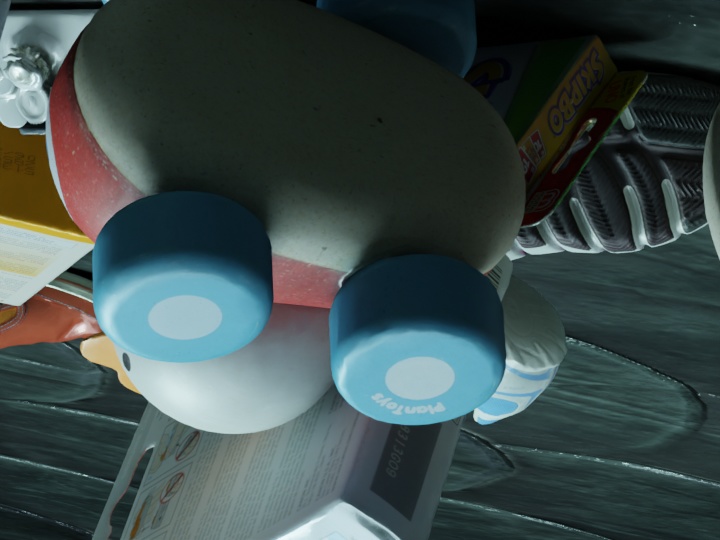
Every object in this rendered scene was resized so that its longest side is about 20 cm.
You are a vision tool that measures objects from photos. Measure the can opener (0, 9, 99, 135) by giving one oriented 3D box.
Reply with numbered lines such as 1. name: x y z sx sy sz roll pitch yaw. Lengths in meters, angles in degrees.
1. can opener: -0.079 -0.087 1.246 0.200 0.053 0.066 3 -160 35

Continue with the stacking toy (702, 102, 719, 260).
1. stacking toy: 0.236 -0.047 1.067 0.146 0.146 0.200 19 145 -33

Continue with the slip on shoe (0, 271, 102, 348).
1. slip on shoe: -0.223 0.024 1.774 0.200 0.061 0.074 14 165 -22

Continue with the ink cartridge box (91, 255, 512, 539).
1. ink cartridge box: -0.034 0.079 1.197 0.047 0.160 0.200 38 135 -20

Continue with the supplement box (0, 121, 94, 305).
1. supplement box: -0.198 -0.045 1.432 0.126 0.074 0.200 14 166 -16

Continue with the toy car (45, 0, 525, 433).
1. toy car: -0.055 -0.004 1.100 0.177 0.185 0.200 15 137 -23

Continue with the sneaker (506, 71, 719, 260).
1. sneaker: 0.076 -0.048 1.264 0.200 0.076 0.116 -14 -166 14

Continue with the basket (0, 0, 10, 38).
1. basket: -0.235 -0.053 1.172 0.123 0.200 0.135 23 162 -24

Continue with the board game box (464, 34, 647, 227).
1. board game box: 0.016 -0.051 1.203 0.200 0.096 0.030 0 132 42

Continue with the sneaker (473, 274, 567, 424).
1. sneaker: 0.000 0.000 1.347 0.200 0.072 0.073 36 126 0
